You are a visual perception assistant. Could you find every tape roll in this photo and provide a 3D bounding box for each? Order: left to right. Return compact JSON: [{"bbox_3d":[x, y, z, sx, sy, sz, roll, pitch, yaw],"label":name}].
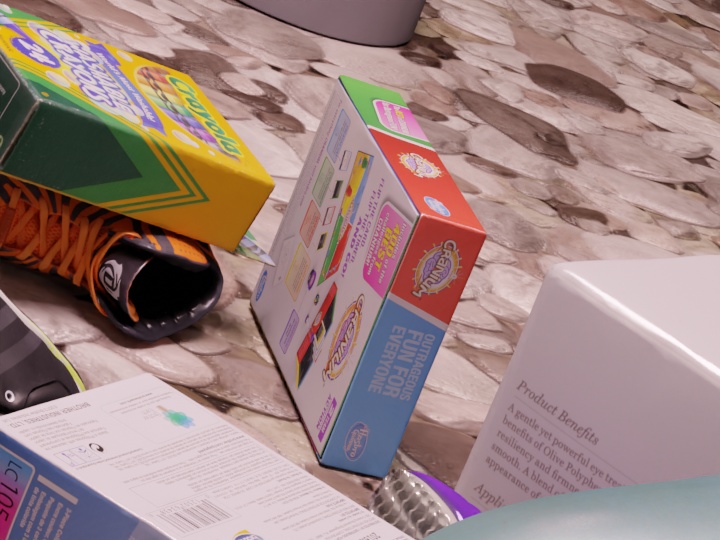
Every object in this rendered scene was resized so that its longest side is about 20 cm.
[{"bbox_3d":[-0.040,-0.254,2.439,0.200,0.066,0.200,20,19,-7],"label":"tape roll"}]

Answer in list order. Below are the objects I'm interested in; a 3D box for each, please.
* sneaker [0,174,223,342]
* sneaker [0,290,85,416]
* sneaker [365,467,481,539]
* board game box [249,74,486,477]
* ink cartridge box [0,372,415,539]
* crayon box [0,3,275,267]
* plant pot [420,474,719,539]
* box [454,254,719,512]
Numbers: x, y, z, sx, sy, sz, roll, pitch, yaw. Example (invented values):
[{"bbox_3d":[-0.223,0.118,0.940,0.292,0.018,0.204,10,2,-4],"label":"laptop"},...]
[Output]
[{"bbox_3d":[-0.161,-0.022,1.662,0.199,0.078,0.112,11,21,-28],"label":"sneaker"},{"bbox_3d":[-0.185,0.043,1.403,0.200,0.072,0.083,38,17,-42],"label":"sneaker"},{"bbox_3d":[0.078,0.171,1.434,0.099,0.070,0.200,13,24,-44],"label":"sneaker"},{"bbox_3d":[0.000,0.000,1.666,0.040,0.153,0.200,15,21,-20],"label":"board game box"},{"bbox_3d":[-0.067,0.133,1.349,0.200,0.077,0.136,29,21,23],"label":"ink cartridge box"},{"bbox_3d":[-0.134,-0.079,1.679,0.200,0.052,0.126,20,21,-40],"label":"crayon box"},{"bbox_3d":[0.082,0.182,1.217,0.160,0.201,0.201,1,25,-21],"label":"plant pot"},{"bbox_3d":[0.190,0.110,1.542,0.199,0.172,0.200,35,23,33],"label":"box"}]
